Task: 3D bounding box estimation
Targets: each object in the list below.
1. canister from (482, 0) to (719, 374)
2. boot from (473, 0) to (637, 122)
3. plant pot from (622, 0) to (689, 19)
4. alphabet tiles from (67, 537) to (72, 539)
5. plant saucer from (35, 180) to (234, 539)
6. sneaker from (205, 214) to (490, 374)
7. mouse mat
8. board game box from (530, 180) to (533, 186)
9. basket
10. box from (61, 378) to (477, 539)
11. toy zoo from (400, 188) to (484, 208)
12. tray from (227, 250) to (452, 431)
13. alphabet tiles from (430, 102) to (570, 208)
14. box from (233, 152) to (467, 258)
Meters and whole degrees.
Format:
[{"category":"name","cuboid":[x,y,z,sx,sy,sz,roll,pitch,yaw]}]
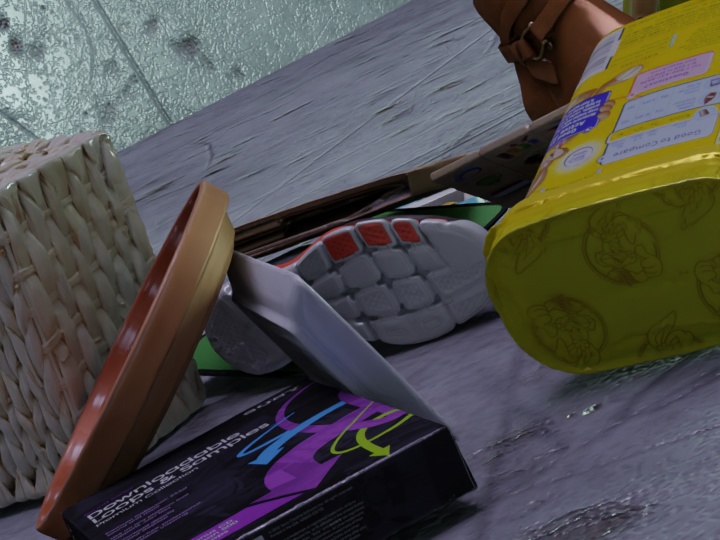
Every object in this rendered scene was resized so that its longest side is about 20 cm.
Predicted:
[{"category":"canister","cuboid":[0.155,-0.051,0.983,0.148,0.087,0.200,-16,27,31]},{"category":"boot","cuboid":[0.144,-0.151,1.287,0.073,0.155,0.200,-28,-10,-31]},{"category":"plant pot","cuboid":[0.272,-0.234,1.310,0.199,0.200,0.181,17,38,25]},{"category":"alphabet tiles","cuboid":[-0.107,0.137,0.997,0.199,0.006,0.166,-25,10,-2]},{"category":"plant saucer","cuboid":[-0.113,0.050,1.076,0.201,0.032,0.200,-62,8,14]},{"category":"sneaker","cuboid":[0.000,0.000,1.205,0.199,0.078,0.082,-13,17,31]},{"category":"mouse mat","cuboid":[-0.015,0.011,1.308,0.160,0.008,0.200,-2,30,49]},{"category":"board game box","cuboid":[0.192,-0.054,1.145,0.199,0.047,0.151,-23,11,10]},{"category":"basket","cuboid":[-0.196,0.027,1.227,0.123,0.201,0.135,-11,16,35]},{"category":"box","cuboid":[-0.049,0.103,0.918,0.142,0.036,0.200,-28,10,-16]},{"category":"toy zoo","cuboid":[0.024,-0.016,1.416,0.130,0.021,0.200,-24,11,7]},{"category":"tray","cuboid":[-0.021,0.038,1.042,0.022,0.107,0.200,-46,13,-6]},{"category":"alphabet tiles","cuboid":[0.159,-0.085,1.208,0.199,0.008,0.167,-27,-18,22]},{"category":"box","cuboid":[-0.020,-0.035,1.294,0.162,0.021,0.200,-20,0,15]}]
